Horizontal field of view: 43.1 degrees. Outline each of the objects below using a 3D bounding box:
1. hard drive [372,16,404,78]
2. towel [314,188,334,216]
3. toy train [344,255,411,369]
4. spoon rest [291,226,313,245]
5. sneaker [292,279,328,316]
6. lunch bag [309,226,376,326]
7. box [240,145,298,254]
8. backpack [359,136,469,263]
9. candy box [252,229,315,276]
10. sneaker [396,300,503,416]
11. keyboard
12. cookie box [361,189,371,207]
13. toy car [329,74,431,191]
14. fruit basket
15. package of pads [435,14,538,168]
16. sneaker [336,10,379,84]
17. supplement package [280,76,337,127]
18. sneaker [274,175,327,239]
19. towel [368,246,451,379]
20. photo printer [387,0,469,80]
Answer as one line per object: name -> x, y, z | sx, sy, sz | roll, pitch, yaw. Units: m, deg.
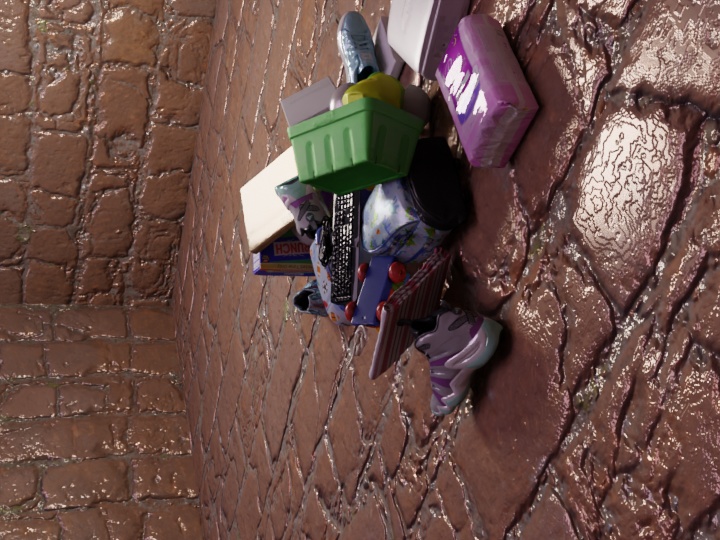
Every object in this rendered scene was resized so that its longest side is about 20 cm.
hard drive -> 0.031, -0.372, 1.779 | 0.201, 0.026, 0.133 | 115, 150, -47
towel -> -0.063, -0.095, 1.810 | 0.201, 0.023, 0.145 | -114, 32, -45
toy train -> 0.037, 0.088, 1.477 | 0.084, 0.116, 0.202 | -2, 61, 42
spoon rest -> -0.082, -0.063, 1.968 | 0.200, 0.099, 0.061 | 51, 129, 32
sneaker -> -0.109, 0.056, 2.023 | 0.200, 0.094, 0.080 | -167, 80, -69
lunch bag -> 0.000, 0.000, 1.648 | 0.076, 0.159, 0.202 | 118, 141, -54
box -> -0.185, -0.151, 1.958 | 0.199, 0.021, 0.165 | -33, 59, 40
backpack -> 0.080, -0.095, 1.485 | 0.200, 0.152, 0.165 | 108, 153, -64
candy box -> -0.156, -0.091, 2.063 | 0.077, 0.167, 0.202 | 148, 121, -70
sneaker -> 0.110, 0.119, 1.343 | 0.201, 0.139, 0.078 | -64, -4, 37
keyboard -> -0.041, -0.041, 1.545 | 0.104, 0.039, 0.202 | -15, 70, 55
cookie box -> -0.045, -0.149, 1.895 | 0.200, 0.074, 0.173 | -131, 46, -60
toy car -> 0.041, -0.237, 1.598 | 0.150, 0.173, 0.203 | -7, -80, -74
fruit basket -> -0.001, -0.236, 1.442 | 0.214, 0.155, 0.218 | -15, 68, 44
package of pads -> 0.177, -0.256, 1.298 | 0.121, 0.075, 0.201 | 118, 148, -45
sneaker -> 0.007, -0.397, 1.718 | 0.082, 0.073, 0.202 | 170, 90, -68
supplement package -> -0.076, -0.291, 1.834 | 0.120, 0.120, 0.200 | 63, -177, -26
sneaker -> -0.108, -0.113, 1.778 | 0.200, 0.077, 0.141 | -99, -16, -81
towel -> 0.074, 0.065, 1.417 | 0.030, 0.200, 0.147 | 27, 131, 21
photo printer -> 0.106, -0.429, 1.516 | 0.201, 0.069, 0.168 | -118, 35, -53
